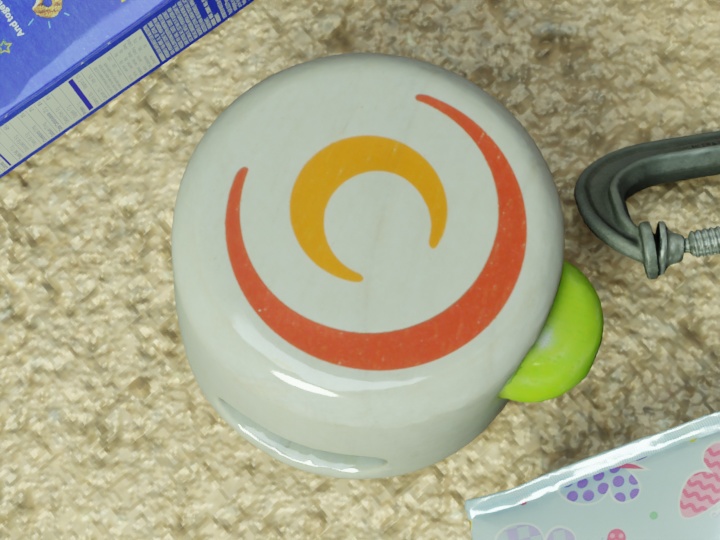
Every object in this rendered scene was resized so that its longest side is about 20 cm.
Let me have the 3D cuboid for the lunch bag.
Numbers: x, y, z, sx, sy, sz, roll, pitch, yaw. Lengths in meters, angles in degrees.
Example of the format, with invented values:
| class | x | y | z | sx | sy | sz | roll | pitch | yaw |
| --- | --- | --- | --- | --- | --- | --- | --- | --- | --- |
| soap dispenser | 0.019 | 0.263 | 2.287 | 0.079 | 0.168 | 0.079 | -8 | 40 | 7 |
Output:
| class | x | y | z | sx | sy | sz | roll | pitch | yaw |
| --- | --- | --- | --- | --- | --- | --- | --- | --- | --- |
| lunch bag | 0.171 | 0.155 | 0.819 | 0.199 | 0.127 | 0.170 | -24 | 73 | 19 |

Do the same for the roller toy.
| class | x | y | z | sx | sy | sz | roll | pitch | yaw |
| --- | --- | --- | --- | --- | --- | --- | --- | --- | --- |
| roller toy | 0.000 | 0.000 | 0.876 | 0.182 | 0.140 | 0.201 | -22 | 72 | -11 |

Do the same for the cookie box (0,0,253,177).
| class | x | y | z | sx | sy | sz | roll | pitch | yaw |
| --- | --- | --- | --- | --- | --- | --- | --- | --- | --- |
| cookie box | -0.184 | -0.164 | 0.969 | 0.200 | 0.075 | 0.171 | -35 | 75 | -3 |

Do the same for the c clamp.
| class | x | y | z | sx | sy | sz | roll | pitch | yaw |
| --- | --- | --- | --- | --- | --- | --- | --- | --- | --- |
| c clamp | 0.202 | -0.034 | 0.869 | 0.199 | 0.027 | 0.171 | -7 | 32 | 9 |
